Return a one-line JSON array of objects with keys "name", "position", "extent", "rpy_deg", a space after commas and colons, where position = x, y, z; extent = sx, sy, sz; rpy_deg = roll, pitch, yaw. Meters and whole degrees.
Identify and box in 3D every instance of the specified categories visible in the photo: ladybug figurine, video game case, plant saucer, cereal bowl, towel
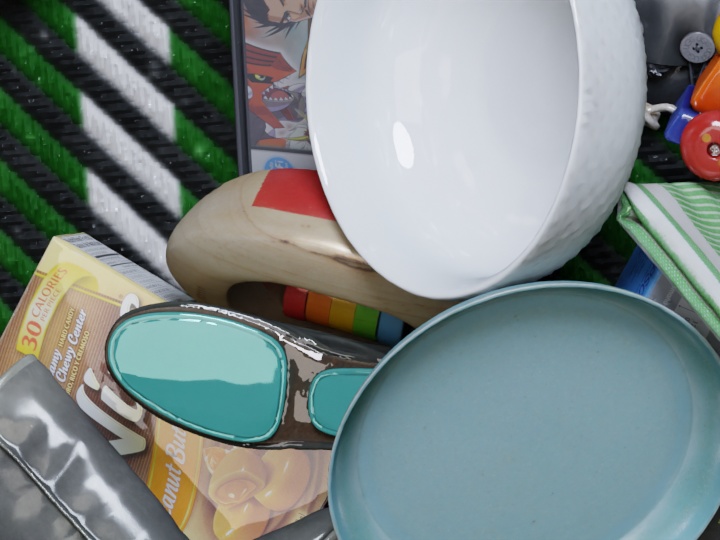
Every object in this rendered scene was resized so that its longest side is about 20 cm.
[{"name": "ladybug figurine", "position": [0.000, 0.000, 1.311], "extent": [0.198, 0.136, 0.072], "rpy_deg": [17, 67, 3]}, {"name": "video game case", "position": [0.018, -0.121, 1.291], "extent": [0.179, 0.026, 0.202], "rpy_deg": [9, 120, 20]}, {"name": "plant saucer", "position": [0.080, 0.085, 1.200], "extent": [0.198, 0.027, 0.201], "rpy_deg": [-5, 123, -8]}, {"name": "cereal bowl", "position": [0.065, -0.088, 1.198], "extent": [0.199, 0.083, 0.202], "rpy_deg": [6, 98, 51]}, {"name": "towel", "position": [0.226, 0.003, 1.202], "extent": [0.153, 0.199, 0.023], "rpy_deg": [52, 131, 34]}]

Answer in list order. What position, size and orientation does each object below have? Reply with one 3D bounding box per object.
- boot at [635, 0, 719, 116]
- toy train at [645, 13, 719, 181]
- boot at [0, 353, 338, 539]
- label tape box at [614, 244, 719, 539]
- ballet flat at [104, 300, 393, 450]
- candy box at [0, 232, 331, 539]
[{"name": "boot", "position": [0.164, -0.153, 1.278], "extent": [0.198, 0.066, 0.166], "rpy_deg": [13, 113, 13]}, {"name": "toy train", "position": [0.183, -0.108, 1.216], "extent": [0.199, 0.085, 0.117], "rpy_deg": [19, 112, 6]}, {"name": "boot", "position": [-0.111, 0.122, 1.309], "extent": [0.182, 0.073, 0.200], "rpy_deg": [-40, 71, 0]}, {"name": "label tape box", "position": [0.208, 0.070, 1.254], "extent": [0.199, 0.066, 0.144], "rpy_deg": [23, 118, -6]}, {"name": "ballet flat", "position": [-0.030, 0.060, 1.290], "extent": [0.198, 0.068, 0.069], "rpy_deg": [13, 96, 5]}, {"name": "candy box", "position": [-0.101, 0.079, 1.366], "extent": [0.199, 0.055, 0.116], "rpy_deg": [30, 97, 8]}]
